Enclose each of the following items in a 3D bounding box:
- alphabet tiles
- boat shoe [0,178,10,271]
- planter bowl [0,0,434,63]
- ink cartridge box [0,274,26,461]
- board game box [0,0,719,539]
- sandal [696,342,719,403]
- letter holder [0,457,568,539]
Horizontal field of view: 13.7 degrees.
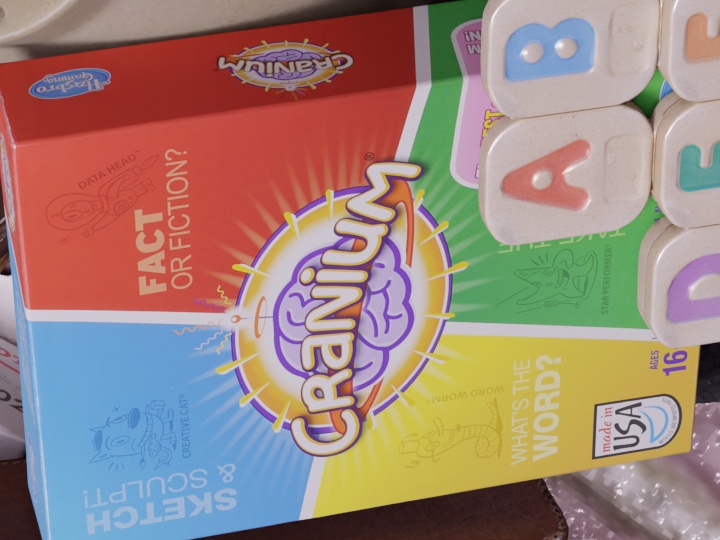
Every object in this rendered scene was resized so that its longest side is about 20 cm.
[{"bbox_3d":[0.127,-0.071,0.813,0.195,0.015,0.200,-8,123,-13],"label":"alphabet tiles"},{"bbox_3d":[-0.187,-0.070,0.947,0.200,0.070,0.070,36,146,-2],"label":"boat shoe"},{"bbox_3d":[-0.081,-0.131,0.857,0.200,0.135,0.201,8,106,27],"label":"planter bowl"},{"bbox_3d":[-0.171,0.066,0.996,0.115,0.068,0.200,28,110,2],"label":"ink cartridge box"},{"bbox_3d":[0.000,0.000,0.860,0.199,0.040,0.153,-9,128,-11],"label":"board game box"},{"bbox_3d":[0.051,-0.010,0.937,0.199,0.045,0.075,13,125,-9],"label":"sandal"},{"bbox_3d":[-0.034,0.128,0.902,0.199,0.142,0.101,-6,122,-16],"label":"letter holder"}]
